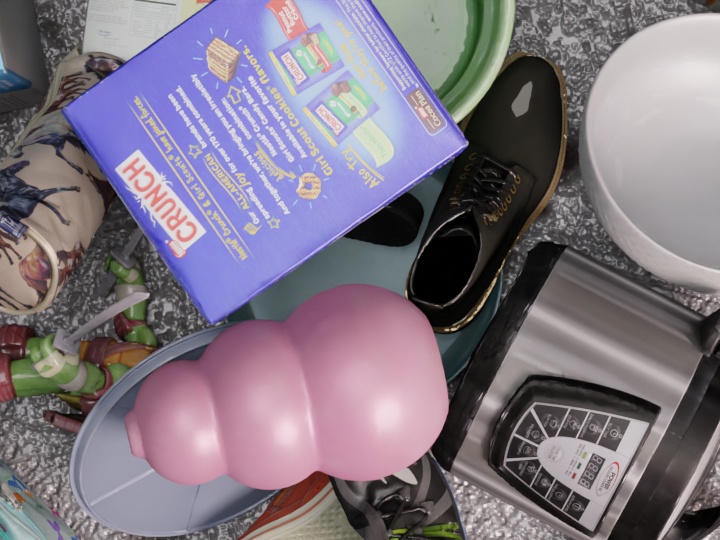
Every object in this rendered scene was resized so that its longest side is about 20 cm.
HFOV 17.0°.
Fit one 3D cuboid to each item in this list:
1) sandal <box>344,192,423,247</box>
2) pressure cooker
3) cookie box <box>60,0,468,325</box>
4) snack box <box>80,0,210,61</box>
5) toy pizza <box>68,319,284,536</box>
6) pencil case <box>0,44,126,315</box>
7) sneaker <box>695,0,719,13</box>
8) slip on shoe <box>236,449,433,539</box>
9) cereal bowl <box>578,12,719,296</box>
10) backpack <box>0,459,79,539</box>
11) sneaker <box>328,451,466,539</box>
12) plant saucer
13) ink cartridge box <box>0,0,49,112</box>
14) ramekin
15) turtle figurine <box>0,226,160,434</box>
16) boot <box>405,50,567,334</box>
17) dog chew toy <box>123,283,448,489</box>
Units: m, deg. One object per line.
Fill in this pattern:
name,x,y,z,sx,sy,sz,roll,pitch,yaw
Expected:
sandal,-0.052,-0.067,1.648,0.200,0.075,0.048,17,63,-1
pressure cooker,0.168,0.092,1.585,0.200,0.176,0.179,28,73,5
cookie box,-0.060,-0.091,1.531,0.200,0.075,0.171,-34,89,2
snack box,-0.092,-0.172,1.692,0.199,0.037,0.117,8,90,6
toy pizza,-0.104,0.102,1.615,0.200,0.200,0.032,-34,51,2
pencil case,-0.205,-0.065,1.612,0.078,0.200,0.090,-21,119,36
sneaker,0.224,-0.247,1.651,0.200,0.078,0.077,42,82,5
slip on shoe,-0.034,0.174,1.658,0.200,0.061,0.074,-42,118,8
cereal bowl,0.240,-0.068,1.618,0.199,0.083,0.201,2,64,-5
backpack,-0.287,0.212,1.637,0.200,0.151,0.178,41,95,0
sneaker,0.036,0.181,1.567,0.071,0.083,0.200,-27,78,4
plant saucer,0.000,0.000,1.679,0.199,0.027,0.201,0,86,5
ink cartridge box,-0.336,-0.173,1.660,0.199,0.147,0.147,-12,86,4
ramekin,0.003,-0.174,1.617,0.199,0.098,0.201,0,89,2
turtle figurine,-0.202,0.031,1.641,0.193,0.200,0.144,-6,52,9
boot,0.087,-0.055,1.592,0.077,0.138,0.201,18,86,6
dog chew toy,-0.049,0.081,1.515,0.199,0.125,0.125,-12,85,-7
